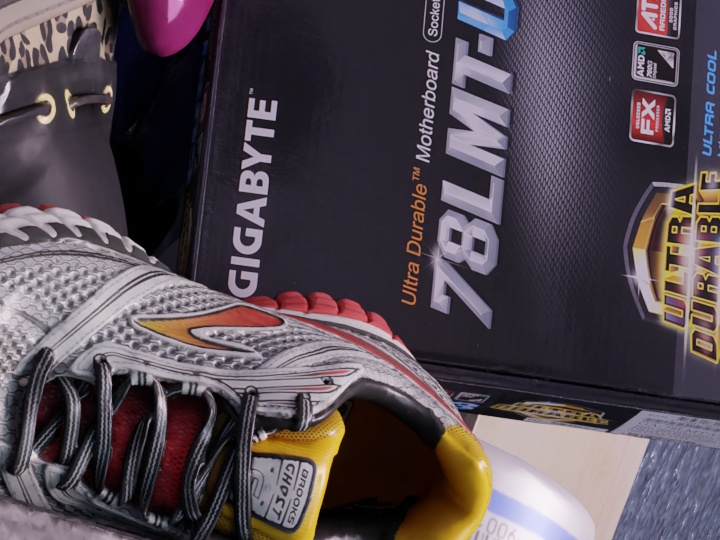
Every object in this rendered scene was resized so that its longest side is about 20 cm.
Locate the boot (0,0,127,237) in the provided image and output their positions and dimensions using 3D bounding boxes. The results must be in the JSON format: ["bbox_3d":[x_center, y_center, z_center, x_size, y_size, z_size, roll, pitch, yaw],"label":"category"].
[{"bbox_3d":[-0.118,-0.005,0.719,0.200,0.073,0.151,-47,134,-59],"label":"boot"}]

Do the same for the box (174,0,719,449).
[{"bbox_3d":[0.048,-0.054,0.820,0.050,0.198,0.201,131,-33,-70],"label":"box"}]

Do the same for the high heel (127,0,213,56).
[{"bbox_3d":[-0.016,-0.157,0.770,0.067,0.096,0.201,58,39,-77],"label":"high heel"}]

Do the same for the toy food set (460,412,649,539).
[{"bbox_3d":[0.035,0.095,0.960,0.143,0.060,0.201,19,91,-59],"label":"toy food set"}]

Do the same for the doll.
[{"bbox_3d":[-0.092,-0.022,0.845,0.200,0.048,0.137,-60,150,-16],"label":"doll"}]

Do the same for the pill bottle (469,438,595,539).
[{"bbox_3d":[-0.009,0.151,0.800,0.114,0.113,0.200,60,48,-64],"label":"pill bottle"}]

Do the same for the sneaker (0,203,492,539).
[{"bbox_3d":[-0.046,0.036,0.684,0.200,0.082,0.078,8,108,-37],"label":"sneaker"}]

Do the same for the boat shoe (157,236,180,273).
[{"bbox_3d":[0.000,0.001,0.862,0.199,0.068,0.074,-34,154,-18],"label":"boat shoe"}]

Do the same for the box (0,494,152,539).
[{"bbox_3d":[-0.107,0.124,0.670,0.200,0.163,0.086,24,59,-47],"label":"box"}]

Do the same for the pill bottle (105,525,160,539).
[{"bbox_3d":[-0.070,0.121,0.945,0.112,0.112,0.200,-45,148,-48],"label":"pill bottle"}]
